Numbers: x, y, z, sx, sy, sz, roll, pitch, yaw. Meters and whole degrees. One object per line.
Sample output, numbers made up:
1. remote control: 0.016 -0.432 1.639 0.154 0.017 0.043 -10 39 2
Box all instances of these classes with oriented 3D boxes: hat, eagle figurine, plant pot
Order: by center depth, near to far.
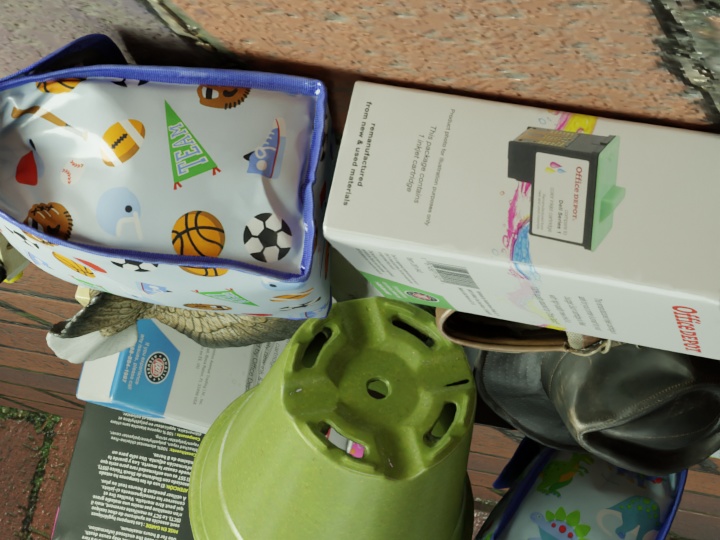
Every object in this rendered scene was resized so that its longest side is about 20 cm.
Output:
1. hat: 0.171 0.076 1.131 0.199 0.081 0.202 -4 136 -4
2. plant pot: -0.002 0.113 1.194 0.198 0.201 0.190 13 149 -4
3. eagle figurine: -0.134 0.002 1.200 0.200 0.151 0.151 33 159 52

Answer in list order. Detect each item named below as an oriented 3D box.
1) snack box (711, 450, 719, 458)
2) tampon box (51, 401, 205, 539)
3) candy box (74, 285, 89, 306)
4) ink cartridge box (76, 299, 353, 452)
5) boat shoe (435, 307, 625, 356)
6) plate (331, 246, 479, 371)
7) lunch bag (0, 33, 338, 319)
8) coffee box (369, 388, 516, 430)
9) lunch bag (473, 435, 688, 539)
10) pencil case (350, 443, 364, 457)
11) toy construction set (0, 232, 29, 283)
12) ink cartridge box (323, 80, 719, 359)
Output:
1. snack box: 0.334 0.130 1.553 0.199 0.053 0.142 7 167 32
2. tampon box: -0.155 0.149 1.527 0.125 0.202 0.150 11 165 10
3. candy box: -0.130 0.031 1.577 0.198 0.056 0.115 12 168 9
4. ink cartridge box: -0.097 0.054 1.412 0.199 0.146 0.084 18 169 -26
5. boat shoe: 0.134 0.017 1.040 0.198 0.072 0.076 -4 128 23
6. plate: 0.048 0.016 1.189 0.199 0.032 0.200 5 149 40
7. lunch bag: -0.113 -0.045 0.981 0.198 0.125 0.170 4 170 4
8. coffee box: 0.086 0.075 1.415 0.113 0.080 0.200 8 177 17
9. lunch bag: 0.154 0.170 1.298 0.127 0.200 0.170 34 156 7
10. pencil case: 0.001 0.129 1.544 0.087 0.202 0.087 7 -174 -1
11. toy construction set: -0.285 -0.051 1.269 0.131 0.092 0.200 38 170 20
12. ink cartridge box: 0.098 -0.023 0.941 0.198 0.085 0.145 10 169 16
